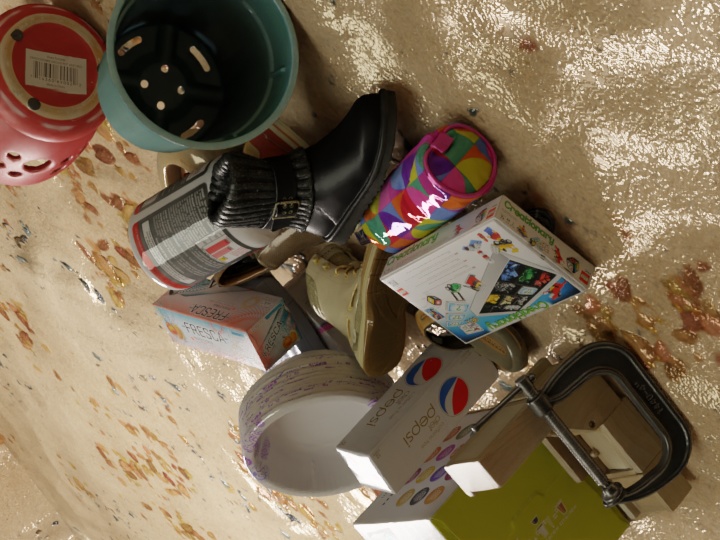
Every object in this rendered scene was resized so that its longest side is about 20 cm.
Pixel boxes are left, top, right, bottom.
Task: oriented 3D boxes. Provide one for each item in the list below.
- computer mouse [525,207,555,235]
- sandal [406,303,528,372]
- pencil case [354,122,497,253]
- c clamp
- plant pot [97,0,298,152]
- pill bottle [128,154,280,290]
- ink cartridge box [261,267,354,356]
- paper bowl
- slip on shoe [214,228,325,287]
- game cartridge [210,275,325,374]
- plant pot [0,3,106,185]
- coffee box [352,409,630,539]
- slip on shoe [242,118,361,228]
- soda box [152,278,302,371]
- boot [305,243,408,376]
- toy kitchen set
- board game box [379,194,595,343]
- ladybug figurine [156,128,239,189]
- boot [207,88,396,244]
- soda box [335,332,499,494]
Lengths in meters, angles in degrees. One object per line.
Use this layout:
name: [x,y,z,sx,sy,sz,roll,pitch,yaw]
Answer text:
computer mouse: [0.152,-0.015,1.547,0.058,0.034,0.200,31,147,-5]
sandal: [0.102,0.063,1.691,0.200,0.054,0.081,33,151,36]
pencil case: [0.062,-0.081,1.522,0.088,0.088,0.200,47,152,-4]
c clamp: [0.237,0.165,1.538,0.200,0.171,0.027,45,177,-10]
plant pot: [-0.189,-0.213,1.596,0.200,0.200,0.196,50,162,-10]
pill bottle: [-0.161,-0.065,1.722,0.199,0.116,0.116,-26,109,32]
ink cartridge box: [-0.053,0.061,1.902,0.200,0.068,0.116,47,153,-5]
paper bowl: [-0.049,0.175,1.807,0.201,0.200,0.105,78,179,-48]
slip on shoe: [-0.102,-0.030,1.783,0.199,0.061,0.076,-14,145,35]
game cartridge: [-0.101,0.088,1.891,0.133,0.041,0.201,11,136,55]
plant pot: [-0.412,-0.228,1.880,0.201,0.200,0.182,49,145,-8]
coffee box: [0.156,0.303,1.792,0.200,0.200,0.198,51,153,-9]
slip on shoe: [-0.062,-0.100,1.650,0.074,0.061,0.200,43,-179,42]
soda box: [-0.164,0.061,1.833,0.199,0.068,0.064,13,136,46]
boot: [0.000,0.000,1.727,0.155,0.072,0.201,45,138,47]
toy kitchen set: [0.207,0.225,1.631,0.200,0.180,0.163,49,154,-7]
board game box: [0.125,0.003,1.525,0.126,0.035,0.200,36,145,-19]
ladybug figurine: [-0.186,-0.104,1.854,0.135,0.072,0.200,35,151,18]
boot: [-0.061,-0.109,1.529,0.157,0.080,0.212,11,133,-19]
soda box: [0.067,0.161,1.718,0.068,0.200,0.064,4,134,54]
